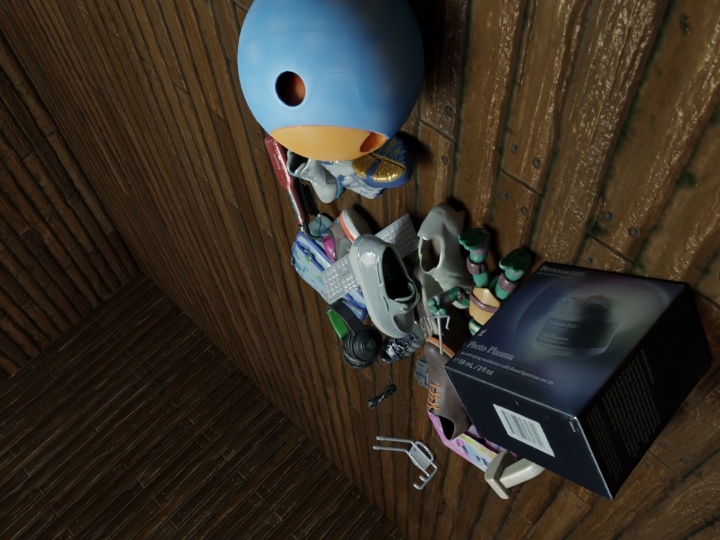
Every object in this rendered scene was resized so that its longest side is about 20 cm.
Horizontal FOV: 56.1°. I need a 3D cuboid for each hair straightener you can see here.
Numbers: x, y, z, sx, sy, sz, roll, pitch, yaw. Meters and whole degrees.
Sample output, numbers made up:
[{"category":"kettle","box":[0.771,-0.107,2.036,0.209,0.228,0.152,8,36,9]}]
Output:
[{"category":"hair straightener","box":[-0.097,-0.144,1.164,0.040,0.077,0.203,-15,102,40]}]

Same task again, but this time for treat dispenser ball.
[{"category":"treat dispenser ball","box":[-0.030,-0.219,0.717,0.200,0.201,0.202,40,157,20]}]

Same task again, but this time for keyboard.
[{"category":"keyboard","box":[0.011,-0.016,1.062,0.199,0.011,0.057,-33,71,33]}]

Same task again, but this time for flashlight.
[{"category":"flashlight","box":[0.177,0.208,1.234,0.199,0.068,0.068,28,156,52]}]

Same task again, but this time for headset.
[{"category":"headset","box":[-0.007,0.151,1.250,0.201,0.093,0.124,51,163,10]}]

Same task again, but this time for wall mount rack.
[{"category":"wall mount rack","box":[0.122,0.497,1.806,0.173,0.074,0.201,43,157,16]}]

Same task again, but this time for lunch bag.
[{"category":"lunch bag","box":[-0.043,0.000,1.284,0.200,0.082,0.161,45,156,6]}]

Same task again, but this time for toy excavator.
[{"category":"toy excavator","box":[0.263,0.207,0.865,0.100,0.200,0.194,49,159,-3]}]

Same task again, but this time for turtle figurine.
[{"category":"turtle figurine","box":[0.167,0.047,0.918,0.147,0.101,0.203,16,132,16]}]

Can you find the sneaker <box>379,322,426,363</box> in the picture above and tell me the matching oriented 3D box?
[{"category":"sneaker","box":[0.085,0.127,1.242,0.074,0.081,0.201,43,158,10]}]

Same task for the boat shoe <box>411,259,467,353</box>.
[{"category":"boat shoe","box":[0.111,0.062,1.077,0.072,0.075,0.202,13,140,37]}]

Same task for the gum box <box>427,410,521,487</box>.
[{"category":"gum box","box":[0.233,0.326,1.307,0.198,0.066,0.115,25,150,46]}]

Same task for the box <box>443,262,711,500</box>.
[{"category":"box","box":[0.235,0.105,0.748,0.199,0.198,0.125,12,138,56]}]

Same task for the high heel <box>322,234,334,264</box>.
[{"category":"high heel","box":[0.017,-0.004,1.162,0.200,0.067,0.096,44,167,0]}]

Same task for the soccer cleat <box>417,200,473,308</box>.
[{"category":"soccer cleat","box":[0.117,-0.009,0.954,0.069,0.077,0.202,31,153,37]}]

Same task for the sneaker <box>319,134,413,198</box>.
[{"category":"sneaker","box":[0.022,-0.142,0.947,0.088,0.076,0.199,48,169,-34]}]

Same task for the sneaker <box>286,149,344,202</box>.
[{"category":"sneaker","box":[-0.079,-0.168,1.062,0.075,0.087,0.201,35,157,25]}]

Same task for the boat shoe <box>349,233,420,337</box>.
[{"category":"boat shoe","box":[0.048,0.033,1.006,0.071,0.070,0.203,16,144,41]}]

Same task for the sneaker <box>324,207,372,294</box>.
[{"category":"sneaker","box":[0.000,0.000,1.121,0.077,0.081,0.203,10,-128,-58]}]

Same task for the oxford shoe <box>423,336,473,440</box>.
[{"category":"oxford shoe","box":[0.139,0.196,1.099,0.071,0.072,0.202,18,140,52]}]
